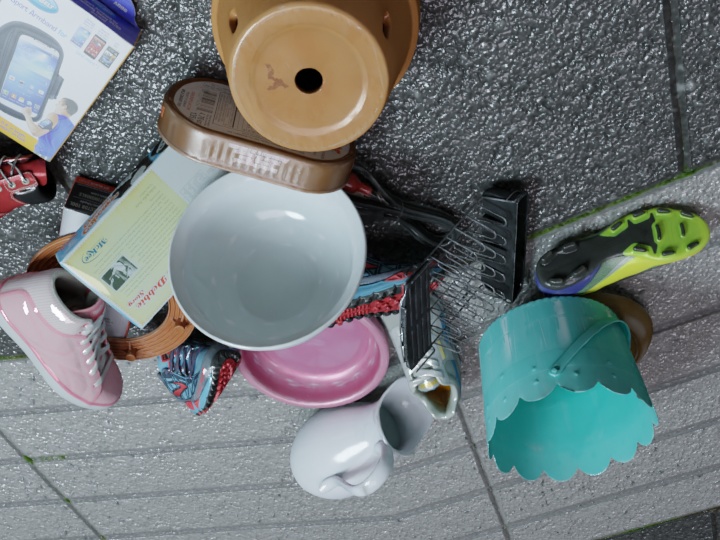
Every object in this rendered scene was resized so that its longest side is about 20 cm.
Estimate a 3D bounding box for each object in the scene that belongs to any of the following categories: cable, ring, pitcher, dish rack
[{"bbox_3d":[0.025,-0.078,0.935,0.196,0.051,0.098,6,130,-20],"label":"cable"},{"bbox_3d":[-0.285,0.038,0.967,0.196,0.019,0.203,-1,133,-1],"label":"ring"},{"bbox_3d":[-0.012,0.244,1.112,0.199,0.172,0.122,-33,104,37],"label":"pitcher"},{"bbox_3d":[0.111,0.016,0.917,0.054,0.200,0.155,23,141,30],"label":"dish rack"}]

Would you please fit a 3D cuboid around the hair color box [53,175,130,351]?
[{"bbox_3d":[-0.302,-0.003,0.984,0.100,0.062,0.201,17,131,-13],"label":"hair color box"}]

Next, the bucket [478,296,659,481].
[{"bbox_3d":[0.232,0.137,0.980,0.203,0.136,0.209,-2,141,-2],"label":"bucket"}]

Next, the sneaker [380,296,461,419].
[{"bbox_3d":[0.080,0.100,1.053,0.075,0.081,0.201,-18,127,19],"label":"sneaker"}]

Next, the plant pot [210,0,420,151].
[{"bbox_3d":[-0.041,-0.202,0.752,0.196,0.141,0.202,0,132,0],"label":"plant pot"}]

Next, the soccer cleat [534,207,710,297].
[{"bbox_3d":[0.296,-0.018,0.970,0.197,0.066,0.084,-18,159,11],"label":"soccer cleat"}]

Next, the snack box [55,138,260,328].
[{"bbox_3d":[-0.207,-0.050,0.889,0.200,0.037,0.116,-47,122,-4],"label":"snack box"}]

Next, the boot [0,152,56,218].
[{"bbox_3d":[-0.404,-0.098,0.852,0.142,0.074,0.200,-16,168,13],"label":"boot"}]

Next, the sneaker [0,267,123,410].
[{"bbox_3d":[-0.307,0.076,0.936,0.103,0.076,0.201,-17,126,21],"label":"sneaker"}]

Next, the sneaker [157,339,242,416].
[{"bbox_3d":[-0.214,0.126,1.049,0.095,0.080,0.200,35,152,-7],"label":"sneaker"}]

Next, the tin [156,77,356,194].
[{"bbox_3d":[-0.099,-0.134,0.830,0.197,0.113,0.042,15,131,-12],"label":"tin"}]

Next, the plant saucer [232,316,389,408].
[{"bbox_3d":[-0.061,0.092,1.066,0.196,0.051,0.203,2,132,2],"label":"plant saucer"}]

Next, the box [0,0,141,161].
[{"bbox_3d":[-0.303,-0.209,0.818,0.118,0.042,0.199,33,126,-25],"label":"box"}]

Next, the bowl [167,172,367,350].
[{"bbox_3d":[-0.089,0.000,0.864,0.197,0.204,0.091,-1,155,3],"label":"bowl"}]

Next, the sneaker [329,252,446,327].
[{"bbox_3d":[0.000,0.000,0.952,0.196,0.097,0.080,-11,160,-14],"label":"sneaker"}]

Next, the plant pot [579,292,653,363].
[{"bbox_3d":[0.271,0.101,1.067,0.196,0.028,0.202,-1,139,0],"label":"plant pot"}]
